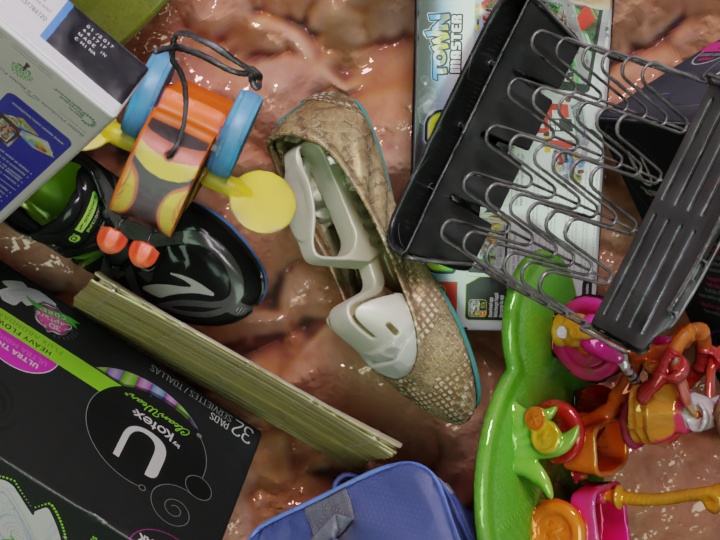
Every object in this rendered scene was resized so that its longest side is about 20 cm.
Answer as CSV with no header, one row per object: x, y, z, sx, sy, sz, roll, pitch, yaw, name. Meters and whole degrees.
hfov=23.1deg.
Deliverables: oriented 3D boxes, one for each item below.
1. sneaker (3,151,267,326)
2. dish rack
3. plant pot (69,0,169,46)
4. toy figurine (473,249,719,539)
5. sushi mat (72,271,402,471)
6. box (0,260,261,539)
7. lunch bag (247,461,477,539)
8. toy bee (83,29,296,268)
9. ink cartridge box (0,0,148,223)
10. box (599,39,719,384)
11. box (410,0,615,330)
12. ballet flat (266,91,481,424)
-0.146,-0.024,0.980,0.199,0.083,0.071,32,104,-9,sneaker
0.108,-0.048,0.874,0.054,0.200,0.154,23,94,-33,dish rack
-0.183,-0.200,0.886,0.200,0.201,0.193,-39,115,11,plant pot
0.173,0.090,0.918,0.183,0.150,0.201,1,94,32,toy figurine
-0.073,0.060,1.005,0.200,0.096,0.012,30,73,-8,sushi mat
-0.181,0.113,0.976,0.200,0.149,0.124,34,119,-9,box
0.021,0.204,0.986,0.136,0.200,0.132,-27,148,7,lunch bag
-0.105,-0.058,0.903,0.131,0.200,0.109,24,87,17,toy bee
-0.188,-0.082,0.865,0.099,0.039,0.200,40,146,-15,ink cartridge box
0.232,-0.019,0.946,0.106,0.122,0.200,-32,106,-13,box
0.082,-0.065,0.991,0.110,0.035,0.201,2,106,0,box
0.000,0.000,0.971,0.070,0.065,0.201,-32,81,50,ballet flat
